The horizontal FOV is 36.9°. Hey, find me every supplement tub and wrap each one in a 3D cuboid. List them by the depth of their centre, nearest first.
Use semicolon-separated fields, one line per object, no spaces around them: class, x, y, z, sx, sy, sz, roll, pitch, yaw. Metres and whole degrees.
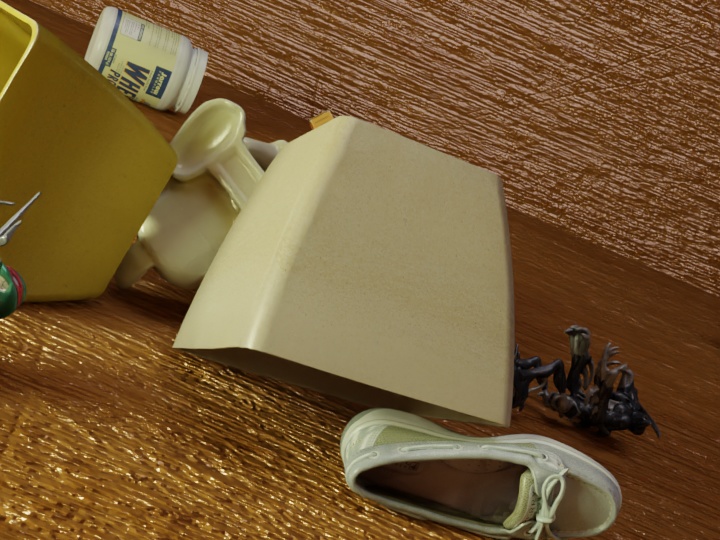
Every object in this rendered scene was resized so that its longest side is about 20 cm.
supplement tub;-0.394;-0.379;1.968;0.199;0.146;0.145;19;12;-20

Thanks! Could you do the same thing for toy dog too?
toy dog;-0.116;-0.033;0.973;0.139;0.194;0.200;42;-2;7

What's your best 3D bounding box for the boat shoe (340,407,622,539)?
boat shoe;0.084;0.148;0.732;0.201;0.075;0.065;18;18;-8

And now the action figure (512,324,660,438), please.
action figure;0.224;0.111;1.094;0.199;0.103;0.119;17;1;-21

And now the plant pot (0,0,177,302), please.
plant pot;-0.266;-0.086;0.831;0.200;0.200;0.176;34;4;41

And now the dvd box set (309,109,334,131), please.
dvd box set;0.001;-0.072;1.263;0.201;0.029;0.146;62;-5;16

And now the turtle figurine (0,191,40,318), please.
turtle figurine;-0.258;0.007;0.618;0.149;0.101;0.200;14;19;37

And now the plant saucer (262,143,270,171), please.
plant saucer;-0.127;-0.134;1.416;0.199;0.031;0.200;-4;-7;0

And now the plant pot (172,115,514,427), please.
plant pot;0.000;0.000;0.795;0.199;0.178;0.200;19;-10;-21
